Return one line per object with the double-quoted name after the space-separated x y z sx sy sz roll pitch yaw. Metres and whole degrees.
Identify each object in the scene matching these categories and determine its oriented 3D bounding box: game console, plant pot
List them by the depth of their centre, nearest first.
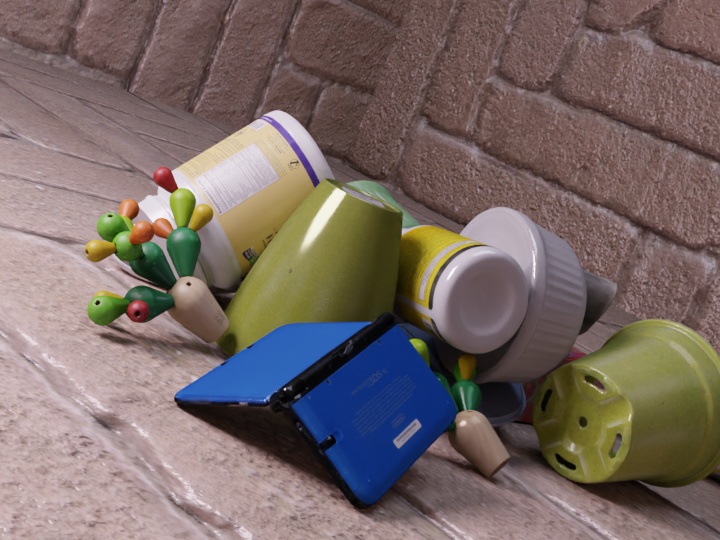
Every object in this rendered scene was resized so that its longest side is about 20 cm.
-0.034 0.120 1.017 0.171 0.118 0.200 54 33 3 "game console"
-0.036 0.012 1.220 0.185 0.202 0.187 22 9 -4 "plant pot"
0.299 0.164 1.314 0.183 0.203 0.200 -4 26 -46 "plant pot"

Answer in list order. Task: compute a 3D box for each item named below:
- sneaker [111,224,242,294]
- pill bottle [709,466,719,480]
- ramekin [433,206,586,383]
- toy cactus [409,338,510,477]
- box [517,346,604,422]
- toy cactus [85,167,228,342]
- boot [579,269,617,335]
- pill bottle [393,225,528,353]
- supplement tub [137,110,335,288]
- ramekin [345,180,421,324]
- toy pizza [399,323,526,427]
-0.207 -0.003 1.373 0.198 0.074 0.085 11 -22 -22 "sneaker"
0.468 0.217 1.609 0.198 0.110 0.109 26 9 12 "pill bottle"
0.174 0.037 1.316 0.093 0.204 0.202 16 11 -27 "ramekin"
0.081 0.144 1.168 0.165 0.102 0.199 48 17 19 "toy cactus"
0.223 0.137 1.492 0.199 0.096 0.102 15 13 -44 "box"
-0.188 -0.002 1.131 0.165 0.102 0.201 48 30 -20 "toy cactus"
0.201 0.029 1.470 0.198 0.182 0.073 22 53 -19 "boot"
0.088 0.013 1.264 0.111 0.114 0.200 18 4 -29 "pill bottle"
-0.137 -0.071 1.287 0.146 0.199 0.146 50 -17 21 "supplement tub"
0.000 0.000 1.421 0.097 0.201 0.199 38 16 35 "ramekin"
0.098 0.127 1.340 0.198 0.032 0.201 16 25 -8 "toy pizza"
